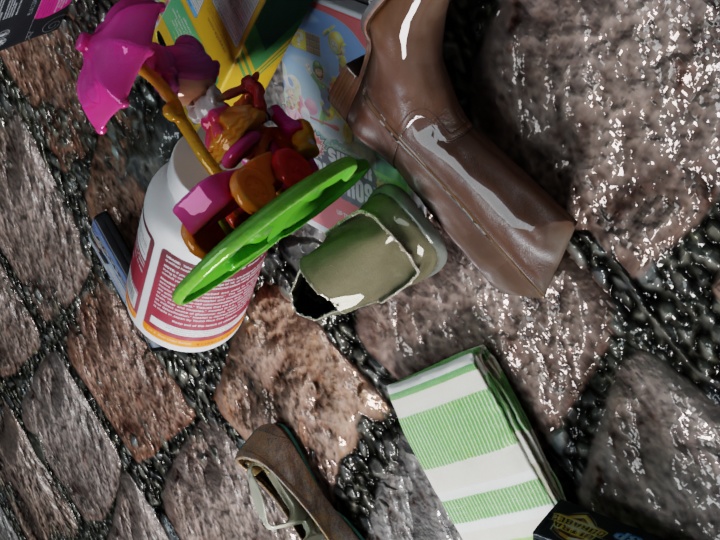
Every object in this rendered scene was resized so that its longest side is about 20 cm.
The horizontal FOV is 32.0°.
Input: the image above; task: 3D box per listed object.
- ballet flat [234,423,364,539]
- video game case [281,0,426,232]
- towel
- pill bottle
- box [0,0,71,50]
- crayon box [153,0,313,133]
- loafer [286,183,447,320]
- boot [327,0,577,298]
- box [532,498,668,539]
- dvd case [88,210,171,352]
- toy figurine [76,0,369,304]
[{"bbox_3d":[-0.055,0.243,1.207,0.201,0.067,0.068,53,146,11],"label":"ballet flat"},{"bbox_3d":[-0.006,-0.104,0.937,0.143,0.017,0.202,30,135,39],"label":"video game case"},{"bbox_3d":[0.103,0.162,0.983,0.201,0.023,0.152,60,147,0],"label":"towel"},{"bbox_3d":[-0.135,-0.026,1.077,0.113,0.113,0.201,49,145,17],"label":"pill bottle"},{"bbox_3d":[-0.330,-0.291,1.123,0.115,0.132,0.200,56,146,5],"label":"box"},{"bbox_3d":[-0.103,-0.207,0.938,0.127,0.051,0.200,63,150,13],"label":"crayon box"},{"bbox_3d":[0.000,0.000,0.911,0.075,0.070,0.200,49,156,0],"label":"loafer"},{"bbox_3d":[0.077,-0.085,0.789,0.200,0.064,0.187,50,153,9],"label":"boot"},{"bbox_3d":[0.203,0.275,0.892,0.158,0.046,0.202,17,127,34],"label":"box"},{"bbox_3d":[-0.229,0.016,1.256,0.143,0.017,0.200,61,166,-3],"label":"dvd case"},{"bbox_3d":[-0.104,-0.104,0.850,0.150,0.200,0.185,-38,88,33],"label":"toy figurine"}]
